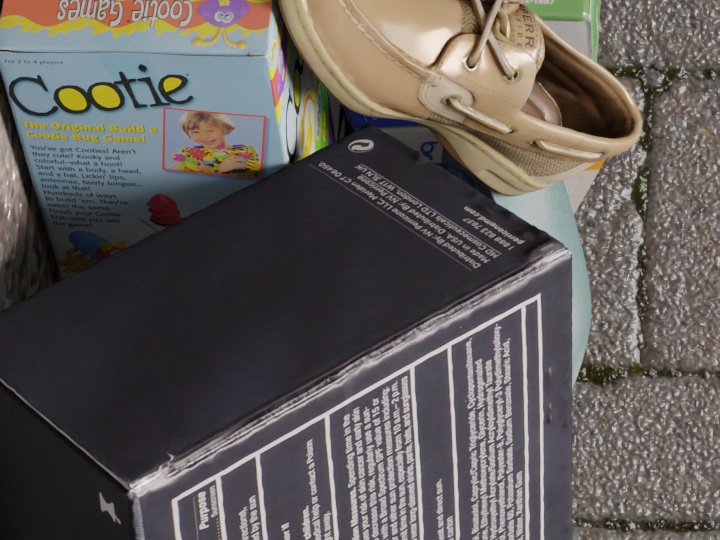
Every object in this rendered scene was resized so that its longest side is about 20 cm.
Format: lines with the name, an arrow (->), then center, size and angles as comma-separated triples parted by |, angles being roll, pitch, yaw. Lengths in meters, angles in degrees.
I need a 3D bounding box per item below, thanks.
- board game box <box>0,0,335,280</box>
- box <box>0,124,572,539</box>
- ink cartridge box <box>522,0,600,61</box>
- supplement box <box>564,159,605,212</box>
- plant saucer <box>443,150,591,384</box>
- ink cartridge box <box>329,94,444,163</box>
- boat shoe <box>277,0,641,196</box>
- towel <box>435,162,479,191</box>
board game box -> -0.071, -0.064, 1.159 | 0.200, 0.105, 0.103 | 83, 11, -56
box -> -0.032, 0.084, 1.091 | 0.198, 0.123, 0.200 | -28, 133, -30
ink cartridge box -> 0.045, -0.187, 1.395 | 0.084, 0.145, 0.200 | 77, 17, -63
supplement box -> 0.028, -0.016, 1.550 | 0.074, 0.126, 0.200 | 63, -39, 35
plant saucer -> 0.066, -0.026, 1.292 | 0.201, 0.039, 0.201 | 163, -90, -87
ink cartridge box -> 0.000, 0.000, 1.335 | 0.094, 0.044, 0.200 | -111, -158, -55
boat shoe -> 0.039, -0.089, 1.121 | 0.200, 0.064, 0.071 | 28, 55, -52
towel -> 0.047, 0.051, 1.252 | 0.200, 0.048, 0.112 | 78, -5, -55
